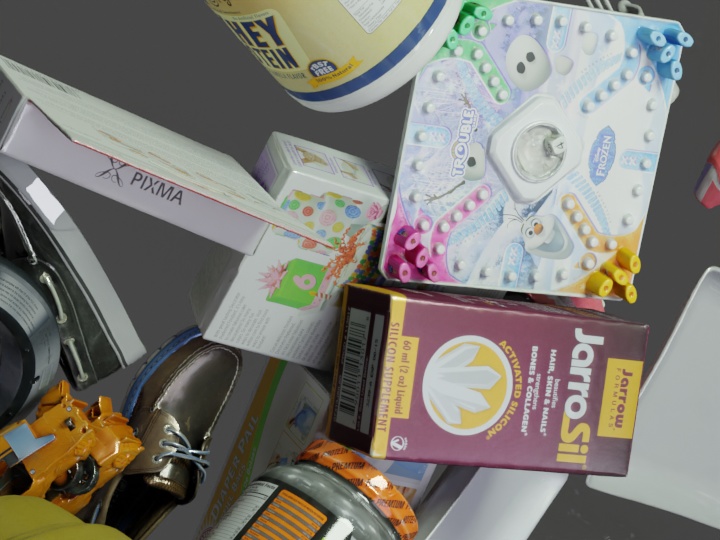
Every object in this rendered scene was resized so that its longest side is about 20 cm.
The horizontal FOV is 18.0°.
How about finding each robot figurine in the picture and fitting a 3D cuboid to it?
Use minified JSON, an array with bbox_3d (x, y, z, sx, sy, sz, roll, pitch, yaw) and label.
[{"bbox_3d":[-0.248,0.157,1.527,0.199,0.058,0.145,-35,160,6],"label":"robot figurine"}]

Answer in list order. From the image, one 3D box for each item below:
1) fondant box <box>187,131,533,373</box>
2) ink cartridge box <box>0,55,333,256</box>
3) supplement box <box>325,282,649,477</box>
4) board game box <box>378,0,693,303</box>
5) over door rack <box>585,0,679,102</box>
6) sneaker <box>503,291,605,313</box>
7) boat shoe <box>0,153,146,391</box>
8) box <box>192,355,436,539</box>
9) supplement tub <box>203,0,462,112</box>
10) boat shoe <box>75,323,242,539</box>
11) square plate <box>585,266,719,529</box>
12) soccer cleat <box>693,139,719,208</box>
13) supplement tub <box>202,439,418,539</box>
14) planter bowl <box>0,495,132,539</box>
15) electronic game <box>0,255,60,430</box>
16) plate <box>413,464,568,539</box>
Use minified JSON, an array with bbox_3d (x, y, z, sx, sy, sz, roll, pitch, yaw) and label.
[{"bbox_3d":[0.000,0.000,1.583,0.199,0.058,0.145,16,118,-28],"label":"fondant box"},{"bbox_3d":[-0.138,-0.061,1.438,0.199,0.176,0.045,23,101,-33],"label":"ink cartridge box"},{"bbox_3d":[0.087,0.075,1.551,0.199,0.086,0.111,6,93,-23],"label":"supplement box"},{"bbox_3d":[0.122,-0.081,1.544,0.199,0.026,0.201,5,103,-25],"label":"board game box"},{"bbox_3d":[0.107,-0.140,1.600,0.199,0.067,0.148,-29,124,5],"label":"over door rack"},{"bbox_3d":[0.162,0.033,1.700,0.200,0.073,0.087,52,58,-44],"label":"sneaker"},{"bbox_3d":[-0.208,0.000,1.496,0.063,0.071,0.201,-33,125,-10],"label":"boat shoe"},{"bbox_3d":[-0.035,0.167,1.644,0.112,0.101,0.201,14,106,-31],"label":"box"},{"bbox_3d":[-0.042,-0.212,1.434,0.144,0.144,0.200,-45,125,-1],"label":"supplement tub"},{"bbox_3d":[-0.138,0.131,1.591,0.072,0.072,0.201,26,101,-37],"label":"boat shoe"},{"bbox_3d":[0.285,0.103,1.810,0.199,0.028,0.199,20,103,-40],"label":"square plate"},{"bbox_3d":[0.347,-0.075,1.756,0.199,0.067,0.077,2,143,-34],"label":"soccer cleat"},{"bbox_3d":[-0.058,0.216,1.498,0.200,0.122,0.123,-48,127,-23],"label":"supplement tub"},{"bbox_3d":[-0.232,0.203,1.453,0.199,0.084,0.201,-27,155,-13],"label":"planter bowl"},{"bbox_3d":[-0.294,0.055,1.468,0.198,0.042,0.201,-8,135,-8],"label":"electronic game"},{"bbox_3d":[0.085,0.183,1.690,0.200,0.032,0.200,-53,157,-20],"label":"plate"}]
